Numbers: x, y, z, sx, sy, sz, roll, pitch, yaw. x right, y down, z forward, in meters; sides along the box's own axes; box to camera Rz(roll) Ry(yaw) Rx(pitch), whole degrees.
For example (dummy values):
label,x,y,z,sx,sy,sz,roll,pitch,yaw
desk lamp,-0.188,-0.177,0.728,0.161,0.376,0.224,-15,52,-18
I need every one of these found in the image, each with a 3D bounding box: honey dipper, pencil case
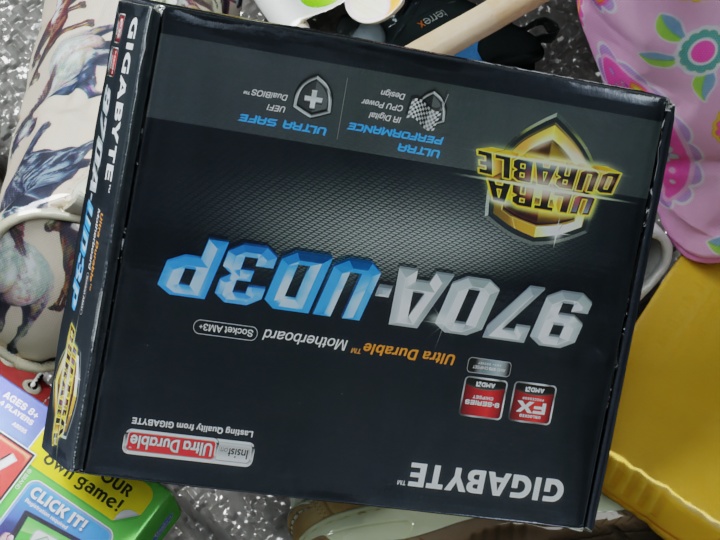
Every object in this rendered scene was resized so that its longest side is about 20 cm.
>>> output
label,x,y,z,sx,sy,sz,roll,pitch,yaw
honey dipper,0.051,-0.098,1.021,0.199,0.038,0.038,-30,78,-8
pencil case,-0.092,-0.056,1.012,0.078,0.089,0.201,29,40,-19
pencil case,0.122,-0.097,0.988,0.087,0.200,0.088,-18,37,14

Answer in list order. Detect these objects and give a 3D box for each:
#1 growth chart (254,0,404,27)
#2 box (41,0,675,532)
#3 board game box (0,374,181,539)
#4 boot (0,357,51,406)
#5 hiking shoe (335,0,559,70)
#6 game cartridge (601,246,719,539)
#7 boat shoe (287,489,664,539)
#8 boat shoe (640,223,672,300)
label,x,y,z,sx,sy,sz,roll,pitch,yaw
growth chart,0.020,-0.178,1.067,0.200,0.018,0.145,-48,40,2
box,0.000,0.000,0.927,0.199,0.046,0.160,9,95,-22
board game box,-0.182,0.081,0.944,0.199,0.029,0.135,32,74,16
boot,-0.137,0.026,1.019,0.143,0.073,0.201,10,61,11
hiking shoe,0.014,-0.023,1.053,0.086,0.074,0.201,16,76,4
game cartridge,0.195,0.065,1.022,0.199,0.033,0.176,32,50,8
boat shoe,0.070,0.084,1.032,0.199,0.072,0.076,-1,52,-13
boat shoe,0.034,0.028,1.007,0.199,0.072,0.066,-27,34,-30
